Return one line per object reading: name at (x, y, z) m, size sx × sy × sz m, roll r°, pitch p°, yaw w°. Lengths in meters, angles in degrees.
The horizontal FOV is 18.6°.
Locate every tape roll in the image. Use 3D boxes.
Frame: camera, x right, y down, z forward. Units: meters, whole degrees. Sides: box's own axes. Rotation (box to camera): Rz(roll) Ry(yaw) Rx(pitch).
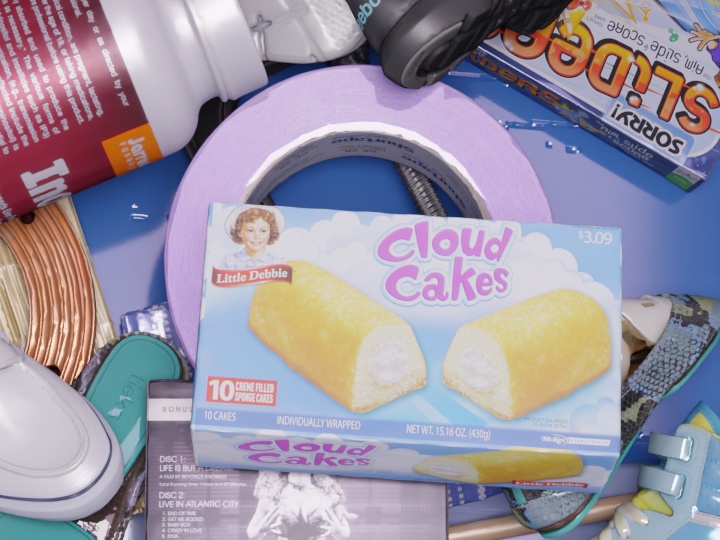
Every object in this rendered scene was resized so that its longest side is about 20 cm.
tape roll at (0.000, 0.000, 1.125) m, size 0.198 × 0.066 × 0.202 m, roll 0°, pitch 82°, yaw -1°

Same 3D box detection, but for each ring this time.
ring at (-0.235, 0.026, 1.142) m, size 0.198 × 0.019 × 0.202 m, roll 0°, pitch 82°, yaw -1°

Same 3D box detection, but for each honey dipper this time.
honey dipper at (0.102, 0.135, 1.178) m, size 0.198 × 0.038 × 0.038 m, roll -11°, pitch 82°, yaw -7°

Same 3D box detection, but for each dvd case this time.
dvd case at (-0.031, 0.152, 1.056) m, size 0.147 × 0.016 × 0.202 m, roll 0°, pitch 78°, yaw -2°

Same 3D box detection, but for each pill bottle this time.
pill bottle at (-0.152, -0.094, 1.092) m, size 0.199 × 0.113 × 0.114 m, roll -23°, pitch 84°, yaw -2°

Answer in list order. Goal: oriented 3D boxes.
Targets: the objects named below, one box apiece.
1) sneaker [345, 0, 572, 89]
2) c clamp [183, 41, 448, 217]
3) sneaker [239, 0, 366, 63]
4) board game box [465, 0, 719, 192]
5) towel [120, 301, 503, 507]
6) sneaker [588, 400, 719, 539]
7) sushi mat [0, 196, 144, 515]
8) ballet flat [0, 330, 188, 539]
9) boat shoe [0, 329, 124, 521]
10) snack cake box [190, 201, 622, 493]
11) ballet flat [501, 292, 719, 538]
sneaker at (0.062, -0.161, 1.133) m, size 0.079 × 0.076 × 0.200 m, roll 46°, pitch 40°, yaw 13°
c clamp at (0.002, -0.052, 1.187) m, size 0.170 × 0.027 × 0.201 m, roll -31°, pitch 76°, yaw -9°
sneaker at (-0.081, -0.139, 1.186) m, size 0.198 × 0.082 × 0.078 m, roll 2°, pitch 104°, yaw 12°
board game box at (0.133, -0.153, 1.230) m, size 0.199 × 0.034 × 0.136 m, roll 29°, pitch 77°, yaw -3°
towel at (-0.019, 0.069, 1.180) m, size 0.198 × 0.024 × 0.146 m, roll -13°, pitch 84°, yaw -8°
sneaker at (0.140, 0.135, 1.135) m, size 0.198 × 0.080 × 0.132 m, roll -4°, pitch 85°, yaw 10°
sushi mat at (-0.174, 0.044, 1.156) m, size 0.095 × 0.012 × 0.202 m, roll -19°, pitch 83°, yaw -2°
ballet flat at (-0.147, 0.124, 1.095) m, size 0.072 × 0.072 × 0.201 m, roll 32°, pitch 65°, yaw -2°
boat shoe at (-0.203, 0.054, 1.062) m, size 0.199 × 0.067 × 0.074 m, roll 25°, pitch 65°, yaw 22°
snack cake box at (0.022, 0.036, 1.043) m, size 0.198 × 0.067 × 0.116 m, roll 3°, pitch 69°, yaw -1°
ballet flat at (0.129, 0.053, 1.141) m, size 0.074 × 0.074 × 0.200 m, roll 42°, pitch 45°, yaw 0°
